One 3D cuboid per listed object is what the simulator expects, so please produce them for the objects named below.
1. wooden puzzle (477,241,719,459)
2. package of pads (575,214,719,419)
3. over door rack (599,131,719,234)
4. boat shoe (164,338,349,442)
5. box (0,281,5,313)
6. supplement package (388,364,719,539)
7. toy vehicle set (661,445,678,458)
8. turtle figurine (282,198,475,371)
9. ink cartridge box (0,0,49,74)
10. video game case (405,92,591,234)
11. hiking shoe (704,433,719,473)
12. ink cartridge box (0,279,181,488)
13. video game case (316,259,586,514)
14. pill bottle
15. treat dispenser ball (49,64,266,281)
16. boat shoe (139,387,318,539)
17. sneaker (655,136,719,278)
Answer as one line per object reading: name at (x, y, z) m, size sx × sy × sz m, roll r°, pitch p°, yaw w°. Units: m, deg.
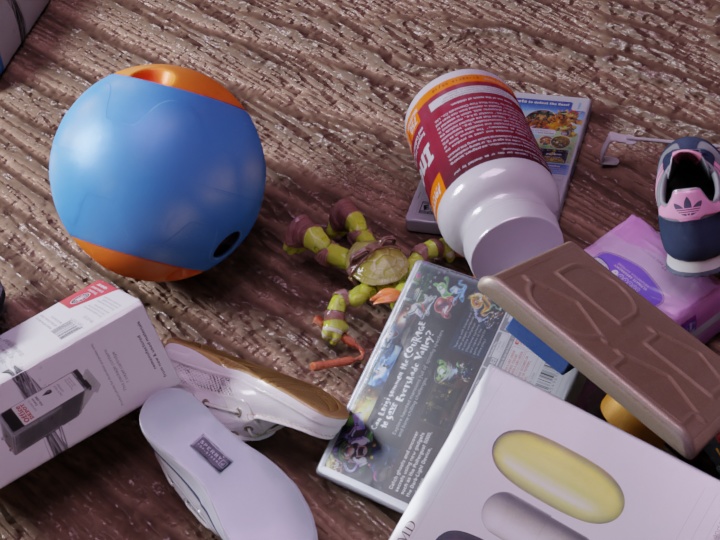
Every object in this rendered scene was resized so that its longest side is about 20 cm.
wooden puzzle at (0.184, 0.059, 1.036) m, size 0.185 × 0.046 × 0.200 m, roll 40°, pitch 23°, yaw 17°
package of pads at (0.202, 0.048, 1.212) m, size 0.200 × 0.076 × 0.120 m, roll -33°, pitch 50°, yaw -20°
over door rack at (0.324, -0.083, 1.323) m, size 0.199 × 0.067 × 0.148 m, roll -3°, pitch 45°, yaw 9°
boat shoe at (-0.094, 0.116, 1.214) m, size 0.199 × 0.071 × 0.070 m, roll 17°, pitch 90°, yaw 40°
box at (-0.405, 0.052, 1.282) m, size 0.157 × 0.051 × 0.200 m, roll -20°, pitch 16°, yaw -4°
supplement package at (0.142, 0.205, 0.976) m, size 0.199 × 0.147 × 0.192 m, roll 26°, pitch 80°, yaw 29°
toy vehicle set at (0.234, 0.218, 1.074) m, size 0.124 × 0.027 × 0.200 m, roll -30°, pitch 48°, yaw -18°
turtle figurine at (0.000, 0.000, 1.306) m, size 0.200 × 0.065 × 0.161 m, roll -34°, pitch 49°, yaw -21°
ink cartridge box at (-0.468, -0.304, 1.680) m, size 0.146 × 0.086 × 0.201 m, roll 6°, pitch 46°, yaw 16°
video game case at (0.139, -0.106, 1.416) m, size 0.142 × 0.018 × 0.201 m, roll 7°, pitch 48°, yaw 18°
hiking shoe at (0.313, 0.123, 1.116) m, size 0.200 × 0.076 × 0.100 m, roll 38°, pitch 49°, yaw 24°
ink cartridge box at (-0.272, 0.098, 1.214) m, size 0.199 × 0.083 × 0.147 m, roll -30°, pitch 18°, yaw -17°
video game case at (0.079, 0.105, 1.152) m, size 0.181 × 0.023 × 0.201 m, roll 19°, pitch 77°, yaw 34°
pill bottle at (0.114, -0.083, 1.306) m, size 0.112 × 0.113 × 0.201 m, roll -14°, pitch 45°, yaw -3°
treat dispenser ball at (-0.187, -0.091, 1.335) m, size 0.200 × 0.202 × 0.202 m, roll -6°, pitch 45°, yaw 6°
boat shoe at (-0.102, 0.177, 1.155) m, size 0.073 × 0.066 × 0.200 m, roll -32°, pitch 61°, yaw -19°
sneaker at (0.284, -0.079, 1.218) m, size 0.070 × 0.082 × 0.200 m, roll -8°, pitch 31°, yaw 12°
